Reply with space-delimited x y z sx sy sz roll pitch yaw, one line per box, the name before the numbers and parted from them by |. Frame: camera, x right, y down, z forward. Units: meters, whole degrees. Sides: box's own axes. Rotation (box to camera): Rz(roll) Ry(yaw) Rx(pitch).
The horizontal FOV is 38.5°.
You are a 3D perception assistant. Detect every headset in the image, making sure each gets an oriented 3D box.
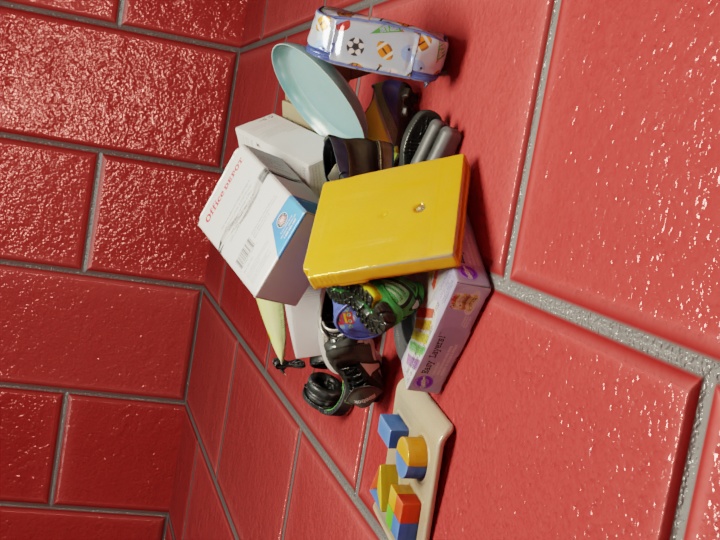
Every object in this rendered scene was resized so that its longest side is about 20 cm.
headset | -0.072 0.171 1.726 0.200 0.094 0.124 13 94 62

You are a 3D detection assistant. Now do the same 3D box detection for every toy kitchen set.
toy kitchen set | -0.007 -0.256 1.679 0.163 0.180 0.201 26 129 38

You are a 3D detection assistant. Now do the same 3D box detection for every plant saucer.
plant saucer | -0.055 -0.256 1.515 0.027 0.200 0.200 -42 8 -16

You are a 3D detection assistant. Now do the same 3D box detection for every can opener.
can opener | 0.087 -0.103 1.400 0.053 0.067 0.201 42 111 48

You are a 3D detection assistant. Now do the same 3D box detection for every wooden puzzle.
wooden puzzle | 0.054 0.259 1.345 0.185 0.046 0.201 -131 51 -69

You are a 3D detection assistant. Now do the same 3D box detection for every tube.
tube | -0.147 0.049 1.667 0.052 0.058 0.201 -6 100 43

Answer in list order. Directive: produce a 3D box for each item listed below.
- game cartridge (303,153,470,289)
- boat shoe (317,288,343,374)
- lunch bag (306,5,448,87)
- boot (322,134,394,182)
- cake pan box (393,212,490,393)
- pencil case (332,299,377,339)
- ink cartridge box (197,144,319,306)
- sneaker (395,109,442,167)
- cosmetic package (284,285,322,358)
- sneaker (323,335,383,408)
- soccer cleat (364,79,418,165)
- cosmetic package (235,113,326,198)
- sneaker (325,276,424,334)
game cartridge | 0.034 -0.060 1.280 0.177 0.199 0.032 -79 -31 -41
boat shoe | -0.032 0.079 1.544 0.066 0.072 0.201 -61 -19 -58
lunch bag | 0.029 -0.313 1.432 0.160 0.199 0.076 -76 1 -75
boot | -0.008 -0.099 1.409 0.075 0.096 0.201 127 150 -51
cake pan box | 0.094 0.028 1.316 0.185 0.052 0.201 -97 22 -47
pencil case | 0.000 0.000 1.437 0.078 0.087 0.201 54 -158 -42
ink cartridge box | -0.133 -0.067 1.492 0.200 0.084 0.145 47 112 41
sneaker | 0.065 -0.134 1.466 0.104 0.060 0.201 -137 52 -66
cosmetic package | -0.069 -0.002 1.658 0.200 0.122 0.201 -109 11 -57
sneaker | -0.002 0.148 1.474 0.200 0.066 0.091 54 -156 -69
soccer cleat | 0.031 -0.189 1.550 0.065 0.083 0.201 21 -101 -62
cosmetic package | -0.105 -0.161 1.622 0.200 0.081 0.113 31 137 45
sneaker | 0.009 0.010 1.327 0.200 0.085 0.078 42 146 44
